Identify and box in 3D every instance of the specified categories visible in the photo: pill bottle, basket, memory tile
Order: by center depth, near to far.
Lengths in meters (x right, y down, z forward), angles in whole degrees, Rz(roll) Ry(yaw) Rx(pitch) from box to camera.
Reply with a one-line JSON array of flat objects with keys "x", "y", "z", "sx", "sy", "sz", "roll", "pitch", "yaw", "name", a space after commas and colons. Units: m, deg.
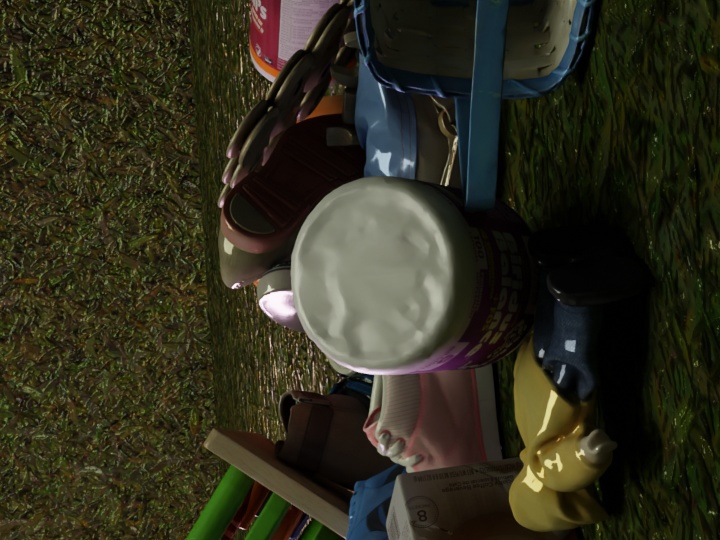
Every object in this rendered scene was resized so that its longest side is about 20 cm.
[{"x": 0.065, "y": -0.155, "z": 0.908, "sx": 0.201, "sy": 0.138, "sz": 0.177, "roll": -96, "pitch": 6, "yaw": -49, "name": "basket"}, {"x": 0.048, "y": 0.005, "z": 0.980, "sx": 0.200, "sy": 0.112, "sz": 0.113, "roll": 2, "pitch": -100, "yaw": -65, "name": "pill bottle"}, {"x": -0.045, "y": -0.140, "z": 1.243, "sx": 0.200, "sy": 0.017, "sz": 0.153, "roll": -55, "pitch": -4, "yaw": -22, "name": "memory tile"}, {"x": -0.048, "y": -0.274, "z": 1.510, "sx": 0.201, "sy": 0.109, "sz": 0.110, "roll": 96, "pitch": 163, "yaw": -50, "name": "pill bottle"}]

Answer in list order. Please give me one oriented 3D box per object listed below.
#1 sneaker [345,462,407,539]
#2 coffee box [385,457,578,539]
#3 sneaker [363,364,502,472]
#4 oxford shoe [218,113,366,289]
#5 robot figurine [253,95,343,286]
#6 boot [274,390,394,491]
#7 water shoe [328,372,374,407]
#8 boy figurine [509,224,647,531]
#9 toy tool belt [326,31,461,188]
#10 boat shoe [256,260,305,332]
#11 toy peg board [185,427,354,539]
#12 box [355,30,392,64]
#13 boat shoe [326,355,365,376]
[{"x": 0.016, "y": 0.208, "z": 1.272, "sx": 0.200, "sy": 0.078, "sz": 0.066, "roll": -44, "pitch": -46, "yaw": -52, "name": "sneaker"}, {"x": 0.094, "y": 0.231, "z": 1.054, "sx": 0.080, "sy": 0.114, "sz": 0.201, "roll": 100, "pitch": 159, "yaw": -55, "name": "coffee box"}, {"x": 0.056, "y": 0.149, "z": 1.233, "sx": 0.075, "sy": 0.104, "sz": 0.202, "roll": 168, "pitch": 95, "yaw": -77, "name": "sneaker"}, {"x": -0.048, "y": -0.057, "z": 1.241, "sx": 0.071, "sy": 0.200, "sz": 0.074, "roll": 37, "pitch": 135, "yaw": 16, "name": "oxford shoe"}, {"x": -0.026, "y": -0.065, "z": 1.411, "sx": 0.201, "sy": 0.143, "sz": 0.117, "roll": -67, "pitch": 22, "yaw": 12, "name": "robot figurine"}, {"x": -0.002, "y": 0.172, "z": 1.416, "sx": 0.200, "sy": 0.145, "sz": 0.071, "roll": -117, "pitch": 49, "yaw": -68, "name": "boot"}, {"x": 0.001, "y": 0.116, "z": 1.559, "sx": 0.072, "sy": 0.078, "sz": 0.201, "roll": 100, "pitch": 161, "yaw": -55, "name": "water shoe"}, {"x": 0.123, "y": 0.079, "z": 0.942, "sx": 0.125, "sy": 0.064, "sz": 0.201, "roll": -111, "pitch": 17, "yaw": -58, "name": "boy figurine"}, {"x": 0.029, "y": -0.113, "z": 1.164, "sx": 0.125, "sy": 0.122, "sz": 0.201, "roll": -122, "pitch": 28, "yaw": -65, "name": "toy tool belt"}, {"x": 0.000, "y": 0.000, "z": 1.243, "sx": 0.074, "sy": 0.199, "sz": 0.093, "roll": -24, "pitch": 61, "yaw": 40, "name": "boat shoe"}, {"x": -0.051, "y": 0.234, "z": 1.418, "sx": 0.098, "sy": 0.199, "sz": 0.199, "roll": -58, "pitch": -11, "yaw": -2, "name": "toy peg board"}, {"x": 0.029, "y": -0.232, "z": 1.296, "sx": 0.159, "sy": 0.046, "sz": 0.201, "roll": -109, "pitch": 16, "yaw": -47, "name": "box"}, {"x": 0.005, "y": 0.035, "z": 1.497, "sx": 0.073, "sy": 0.062, "sz": 0.200, "roll": -56, "pitch": 22, "yaw": 23, "name": "boat shoe"}]
